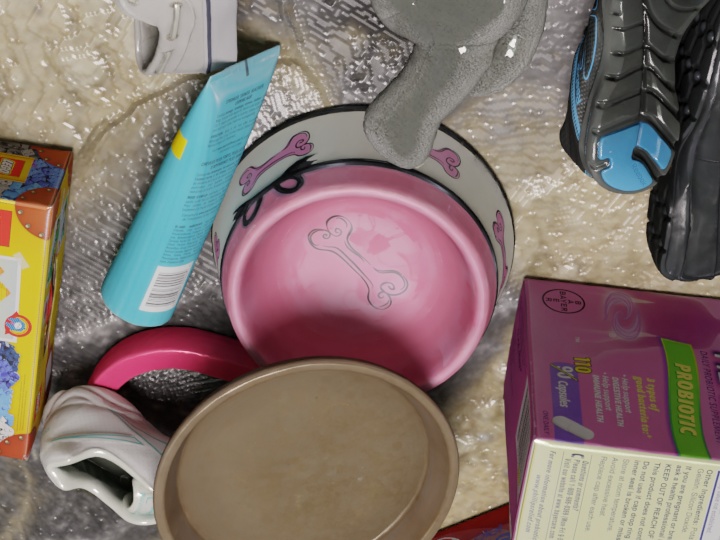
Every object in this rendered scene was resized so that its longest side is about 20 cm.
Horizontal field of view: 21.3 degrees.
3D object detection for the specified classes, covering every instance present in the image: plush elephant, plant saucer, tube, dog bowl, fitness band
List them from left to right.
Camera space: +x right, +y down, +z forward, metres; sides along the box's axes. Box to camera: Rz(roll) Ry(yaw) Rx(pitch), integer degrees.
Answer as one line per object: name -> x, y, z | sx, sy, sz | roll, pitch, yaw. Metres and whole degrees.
tube -> -0.107, -0.052, 1.201 | 0.050, 0.077, 0.200 | 35, 124, 9
fitness band -> -0.095, 0.113, 1.325 | 0.199, 0.037, 0.144 | 17, 119, -9
plant saucer -> -0.035, 0.133, 1.232 | 0.199, 0.030, 0.201 | -6, 123, -9
dog bowl -> 0.000, 0.000, 1.223 | 0.199, 0.074, 0.201 | 2, 123, 3
plush elephant -> 0.052, -0.191, 1.064 | 0.165, 0.155, 0.200 | 45, 122, -13

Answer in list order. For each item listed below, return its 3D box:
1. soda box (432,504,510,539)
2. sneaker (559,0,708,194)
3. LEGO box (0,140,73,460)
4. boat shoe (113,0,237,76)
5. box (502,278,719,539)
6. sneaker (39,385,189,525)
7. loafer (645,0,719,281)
soda box -> 0.097, 0.216, 1.356 | 0.199, 0.070, 0.064 | -24, 118, 17
sneaker -> 0.158, -0.150, 1.119 | 0.073, 0.082, 0.201 | 12, 101, -21
LEGO box -> -0.273, 0.012, 1.243 | 0.148, 0.077, 0.201 | 9, 122, -3
boat shoe -> -0.110, -0.168, 1.077 | 0.065, 0.072, 0.200 | -17, 164, -8
box -> 0.196, 0.101, 1.215 | 0.199, 0.176, 0.097 | 7, 123, -1
sneaker -> -0.122, 0.144, 1.278 | 0.199, 0.080, 0.071 | 17, 117, -9
loafer -> 0.222, -0.082, 1.166 | 0.070, 0.068, 0.201 | -3, 126, -9
